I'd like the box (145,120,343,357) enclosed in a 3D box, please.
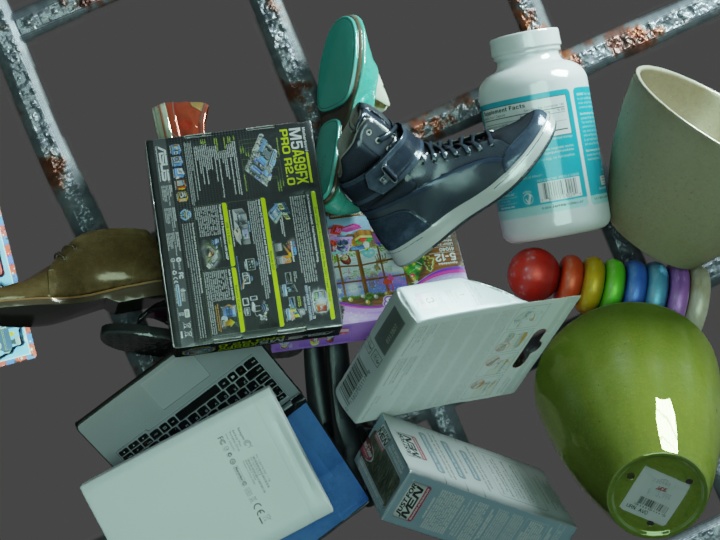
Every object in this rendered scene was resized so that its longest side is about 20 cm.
[{"bbox_3d":[-0.109,-0.030,1.559,0.159,0.044,0.202,-8,78,-9],"label":"box"}]

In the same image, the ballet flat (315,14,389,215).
[{"bbox_3d":[-0.007,-0.147,1.648,0.070,0.067,0.202,18,72,-37],"label":"ballet flat"}]

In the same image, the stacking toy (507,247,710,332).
[{"bbox_3d":[0.245,0.016,1.687,0.198,0.085,0.086,13,88,-3],"label":"stacking toy"}]

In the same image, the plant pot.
[{"bbox_3d":[0.267,0.159,1.593,0.185,0.200,0.189,0,116,0],"label":"plant pot"}]

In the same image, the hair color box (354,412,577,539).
[{"bbox_3d":[0.101,0.214,1.615,0.199,0.099,0.061,22,110,-27],"label":"hair color box"}]

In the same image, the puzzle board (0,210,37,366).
[{"bbox_3d":[-0.407,0.005,1.609,0.149,0.017,0.202,-14,92,-9],"label":"puzzle board"}]

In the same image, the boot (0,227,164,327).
[{"bbox_3d":[-0.282,0.008,1.604,0.198,0.074,0.076,-9,79,-22],"label":"boot"}]

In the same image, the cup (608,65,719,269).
[{"bbox_3d":[0.323,-0.088,1.654,0.199,0.201,0.144,25,113,-8],"label":"cup"}]

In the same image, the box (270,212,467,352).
[{"bbox_3d":[0.000,0.000,1.629,0.198,0.039,0.138,-7,58,-9],"label":"box"}]

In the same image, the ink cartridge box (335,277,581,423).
[{"bbox_3d":[0.092,0.070,1.611,0.199,0.163,0.057,-12,57,-36],"label":"ink cartridge box"}]

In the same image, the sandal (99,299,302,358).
[{"bbox_3d":[-0.154,0.056,1.629,0.199,0.075,0.048,3,71,-17],"label":"sandal"}]

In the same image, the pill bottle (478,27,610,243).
[{"bbox_3d":[0.178,-0.133,1.655,0.110,0.111,0.202,-10,92,-9],"label":"pill bottle"}]

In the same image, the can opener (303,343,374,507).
[{"bbox_3d":[-0.027,0.139,1.657,0.063,0.078,0.202,-14,89,30],"label":"can opener"}]

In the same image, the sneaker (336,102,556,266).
[{"bbox_3d":[0.070,-0.118,1.564,0.202,0.077,0.146,-38,105,7],"label":"sneaker"}]

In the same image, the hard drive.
[{"bbox_3d":[-0.143,0.212,1.570,0.199,0.027,0.133,-28,95,0],"label":"hard drive"}]

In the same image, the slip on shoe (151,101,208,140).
[{"bbox_3d":[-0.148,-0.070,1.623,0.061,0.074,0.202,-16,88,-5],"label":"slip on shoe"}]

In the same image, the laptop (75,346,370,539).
[{"bbox_3d":[-0.129,0.180,1.586,0.187,0.116,0.200,-36,123,1],"label":"laptop"}]
